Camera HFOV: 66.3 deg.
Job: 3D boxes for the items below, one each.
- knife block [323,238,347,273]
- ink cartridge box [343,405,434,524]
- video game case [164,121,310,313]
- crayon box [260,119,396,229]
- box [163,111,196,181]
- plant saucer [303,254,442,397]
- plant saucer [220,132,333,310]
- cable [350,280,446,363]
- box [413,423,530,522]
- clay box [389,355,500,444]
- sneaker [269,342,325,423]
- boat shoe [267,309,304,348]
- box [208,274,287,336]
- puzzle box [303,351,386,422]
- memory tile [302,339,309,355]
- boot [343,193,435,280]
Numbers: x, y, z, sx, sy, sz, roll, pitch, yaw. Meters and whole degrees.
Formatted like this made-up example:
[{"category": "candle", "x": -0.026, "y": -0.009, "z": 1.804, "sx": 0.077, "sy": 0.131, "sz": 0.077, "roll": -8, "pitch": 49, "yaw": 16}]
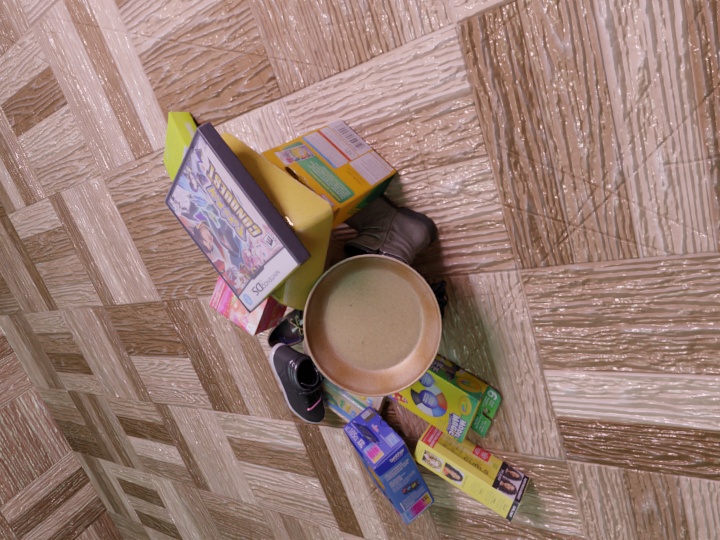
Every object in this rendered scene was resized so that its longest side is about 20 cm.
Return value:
[{"category": "knife block", "x": 0.000, "y": 0.000, "z": 0.923, "sx": 0.171, "sy": 0.066, "sz": 0.199, "roll": 21, "pitch": -179, "yaw": -23}, {"category": "ink cartridge box", "x": 0.047, "y": 0.354, "z": 1.040, "sx": 0.136, "sy": 0.075, "sz": 0.204, "roll": 30, "pitch": 149, "yaw": 58}, {"category": "video game case", "x": -0.169, "y": -0.057, "z": 0.721, "sx": 0.202, "sy": 0.025, "sz": 0.180, "roll": 52, "pitch": 141, "yaw": -2}, {"category": "crayon box", "x": -0.047, "y": -0.136, "z": 0.788, "sx": 0.125, "sy": 0.199, "sz": 0.052, "roll": 42, "pitch": 130, "yaw": 7}, {"category": "box", "x": -0.314, "y": -0.183, "z": 1.027, "sx": 0.203, "sy": 0.046, "sz": 0.123, "roll": 58, "pitch": 140, "yaw": 28}, {"category": "plant saucer", "x": 0.017, "y": 0.075, "z": 0.775, "sx": 0.192, "sy": 0.036, "sz": 0.208, "roll": 1, "pitch": 104, "yaw": 4}, {"category": "plant saucer", "x": -0.136, "y": -0.051, "z": 0.753, "sx": 0.198, "sy": 0.048, "sz": 0.204, "roll": 36, "pitch": 139, "yaw": 18}, {"category": "cable", "x": 0.075, "y": 0.100, "z": 0.866, "sx": 0.051, "sy": 0.201, "sz": 0.163, "roll": 43, "pitch": -178, "yaw": 40}, {"category": "box", "x": 0.195, "y": 0.351, "z": 0.981, "sx": 0.196, "sy": 0.075, "sz": 0.052, "roll": 27, "pitch": 122, "yaw": 24}, {"category": "clay box", "x": 0.137, "y": 0.214, "z": 0.963, "sx": 0.196, "sy": 0.047, "sz": 0.118, "roll": 29, "pitch": 131, "yaw": 22}, {"category": "sneaker", "x": -0.105, "y": 0.239, "z": 1.091, "sx": 0.098, "sy": 0.070, "sz": 0.204, "roll": 11, "pitch": 133, "yaw": 50}, {"category": "boat shoe", "x": -0.118, "y": 0.106, "z": 1.089, "sx": 0.198, "sy": 0.059, "sz": 0.073, "roll": -30, "pitch": 96, "yaw": 44}, {"category": "box", "x": -0.155, "y": -0.015, "z": 0.897, "sx": 0.101, "sy": 0.094, "sz": 0.205, "roll": 29, "pitch": 105, "yaw": 15}, {"category": "puzzle box", "x": -0.040, "y": 0.241, "z": 1.133, "sx": 0.196, "sy": 0.025, "sz": 0.136, "roll": 31, "pitch": 130, "yaw": 20}, {"category": "memory tile", "x": -0.017, "y": 0.121, "z": 1.016, "sx": 0.151, "sy": 0.017, "sz": 0.202, "roll": 34, "pitch": 125, "yaw": 1}, {"category": "boot", "x": 0.010, "y": -0.062, "z": 0.838, "sx": 0.195, "sy": 0.130, "sz": 0.070, "roll": 22, "pitch": 128, "yaw": 25}]
